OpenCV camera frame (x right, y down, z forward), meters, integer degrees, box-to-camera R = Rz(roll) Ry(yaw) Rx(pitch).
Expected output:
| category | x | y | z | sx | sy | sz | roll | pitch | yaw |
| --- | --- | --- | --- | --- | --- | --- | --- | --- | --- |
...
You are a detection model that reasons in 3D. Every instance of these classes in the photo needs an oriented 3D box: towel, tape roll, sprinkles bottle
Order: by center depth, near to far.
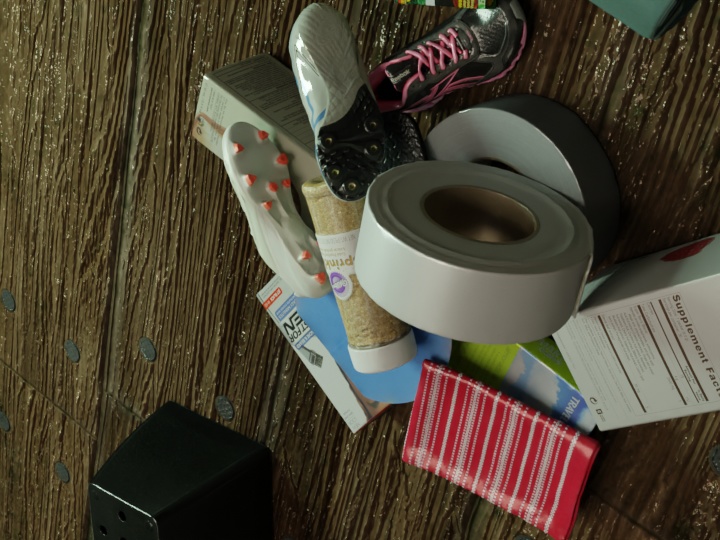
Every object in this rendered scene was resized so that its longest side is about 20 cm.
| category | x | y | z | sx | sy | sz | roll | pitch | yaw |
| --- | --- | --- | --- | --- | --- | --- | --- | --- | --- |
| tape roll | 0.098 | -0.020 | 1.075 | 0.202 | 0.202 | 0.071 | 29 | 125 | 29 |
| tape roll | 0.147 | -0.067 | 1.197 | 0.200 | 0.066 | 0.200 | 19 | 121 | 34 |
| sprinkles bottle | 0.000 | 0.000 | 1.234 | 0.068 | 0.068 | 0.200 | -3 | 109 | 43 |
| towel | 0.139 | 0.185 | 1.267 | 0.200 | 0.022 | 0.145 | 25 | 129 | 18 |

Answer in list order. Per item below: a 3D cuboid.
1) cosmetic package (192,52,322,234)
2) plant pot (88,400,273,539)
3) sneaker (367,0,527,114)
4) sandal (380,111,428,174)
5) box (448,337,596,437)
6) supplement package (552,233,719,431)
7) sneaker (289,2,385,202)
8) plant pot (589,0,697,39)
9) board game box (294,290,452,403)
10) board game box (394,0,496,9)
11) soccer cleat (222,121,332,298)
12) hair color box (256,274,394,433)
| category | x | y | z | sx | sy | sz | roll | pitch | yaw |
| --- | --- | --- | --- | --- | --- | --- | --- | --- | --- |
| cosmetic package | -0.075 | -0.140 | 1.339 | 0.200 | 0.103 | 0.087 | 39 | 133 | 24 |
| plant pot | -0.249 | 0.322 | 1.657 | 0.199 | 0.177 | 0.200 | 19 | 120 | 34 |
| sneaker | 0.071 | -0.198 | 1.185 | 0.200 | 0.095 | 0.079 | -28 | 86 | 45 |
| sandal | 0.055 | -0.057 | 1.210 | 0.075 | 0.045 | 0.200 | -13 | 87 | 19 |
| box | 0.159 | 0.115 | 1.282 | 0.200 | 0.048 | 0.122 | 39 | 132 | 22 |
| supplement package | 0.289 | 0.047 | 1.077 | 0.200 | 0.121 | 0.120 | -20 | 101 | 45 |
| sneaker | -0.021 | -0.158 | 1.189 | 0.072 | 0.072 | 0.200 | 102 | 157 | -74 |
| plant pot | 0.201 | -0.296 | 0.966 | 0.196 | 0.200 | 0.200 | 42 | 132 | 9 |
| board game box | 0.019 | 0.044 | 1.315 | 0.200 | 0.039 | 0.158 | 51 | 132 | 7 |
| board game box | 0.077 | -0.339 | 1.117 | 0.105 | 0.023 | 0.200 | 13 | 112 | 39 |
| soccer cleat | -0.093 | -0.057 | 1.280 | 0.078 | 0.069 | 0.200 | -23 | 99 | 52 |
| hair color box | -0.020 | 0.072 | 1.414 | 0.200 | 0.064 | 0.111 | 53 | 134 | 9 |
